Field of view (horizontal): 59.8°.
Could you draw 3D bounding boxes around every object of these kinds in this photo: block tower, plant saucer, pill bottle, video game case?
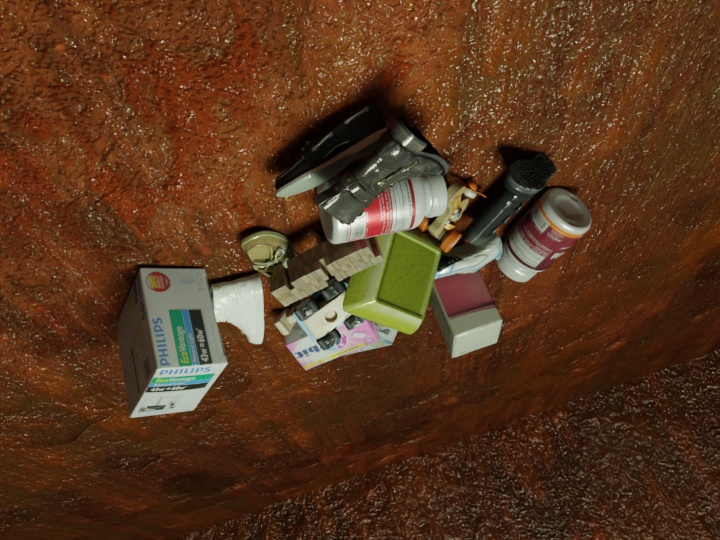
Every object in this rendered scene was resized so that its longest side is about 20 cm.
[{"bbox_3d":[-0.063,-0.009,1.095,0.199,0.054,0.058,-24,142,11],"label":"block tower"},{"bbox_3d":[0.075,0.006,1.168,0.199,0.201,0.048,23,171,-41],"label":"plant saucer"},{"bbox_3d":[0.380,-0.069,1.323,0.113,0.115,0.200,-2,147,-29],"label":"pill bottle"},{"bbox_3d":[0.003,0.161,1.584,0.199,0.022,0.183,-11,150,-17],"label":"video game case"},{"bbox_3d":[0.036,-0.115,1.030,0.199,0.113,0.113,-12,151,-15],"label":"pill bottle"}]

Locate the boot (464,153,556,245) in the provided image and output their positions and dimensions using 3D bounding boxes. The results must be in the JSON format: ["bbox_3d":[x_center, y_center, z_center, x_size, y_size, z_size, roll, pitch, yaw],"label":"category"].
[{"bbox_3d":[0.258,-0.122,1.169,0.164,0.066,0.200,-23,164,-47],"label":"boot"}]

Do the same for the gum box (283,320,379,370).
[{"bbox_3d":[-0.063,0.140,1.432,0.199,0.066,0.114,-23,136,6],"label":"gum box"}]

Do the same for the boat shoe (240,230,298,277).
[{"bbox_3d":[-0.149,-0.010,1.149,0.073,0.063,0.201,-24,151,8],"label":"boat shoe"}]

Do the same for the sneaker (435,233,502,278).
[{"bbox_3d":[0.201,-0.015,1.293,0.199,0.072,0.073,-21,128,0],"label":"sneaker"}]

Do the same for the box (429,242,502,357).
[{"bbox_3d":[0.215,0.065,1.361,0.108,0.201,0.128,-18,152,-4],"label":"box"}]

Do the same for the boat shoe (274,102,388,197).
[{"bbox_3d":[-0.048,-0.176,0.932,0.199,0.061,0.076,-27,176,10],"label":"boat shoe"}]

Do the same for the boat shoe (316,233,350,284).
[{"bbox_3d":[0.000,0.000,1.172,0.070,0.071,0.200,-31,116,10],"label":"boat shoe"}]

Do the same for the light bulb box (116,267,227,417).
[{"bbox_3d":[-0.346,0.129,1.126,0.124,0.199,0.200,0,147,-35],"label":"light bulb box"}]

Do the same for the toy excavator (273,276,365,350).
[{"bbox_3d":[-0.091,0.086,1.275,0.194,0.100,0.200,-37,-167,4],"label":"toy excavator"}]

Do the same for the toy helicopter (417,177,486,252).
[{"bbox_3d":[0.172,-0.120,1.131,0.132,0.079,0.200,-46,168,-4],"label":"toy helicopter"}]

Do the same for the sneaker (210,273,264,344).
[{"bbox_3d":[-0.252,0.084,1.249,0.115,0.074,0.201,-10,140,-14],"label":"sneaker"}]

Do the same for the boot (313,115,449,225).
[{"bbox_3d":[0.030,-0.133,0.923,0.174,0.069,0.200,-44,156,16],"label":"boot"}]
